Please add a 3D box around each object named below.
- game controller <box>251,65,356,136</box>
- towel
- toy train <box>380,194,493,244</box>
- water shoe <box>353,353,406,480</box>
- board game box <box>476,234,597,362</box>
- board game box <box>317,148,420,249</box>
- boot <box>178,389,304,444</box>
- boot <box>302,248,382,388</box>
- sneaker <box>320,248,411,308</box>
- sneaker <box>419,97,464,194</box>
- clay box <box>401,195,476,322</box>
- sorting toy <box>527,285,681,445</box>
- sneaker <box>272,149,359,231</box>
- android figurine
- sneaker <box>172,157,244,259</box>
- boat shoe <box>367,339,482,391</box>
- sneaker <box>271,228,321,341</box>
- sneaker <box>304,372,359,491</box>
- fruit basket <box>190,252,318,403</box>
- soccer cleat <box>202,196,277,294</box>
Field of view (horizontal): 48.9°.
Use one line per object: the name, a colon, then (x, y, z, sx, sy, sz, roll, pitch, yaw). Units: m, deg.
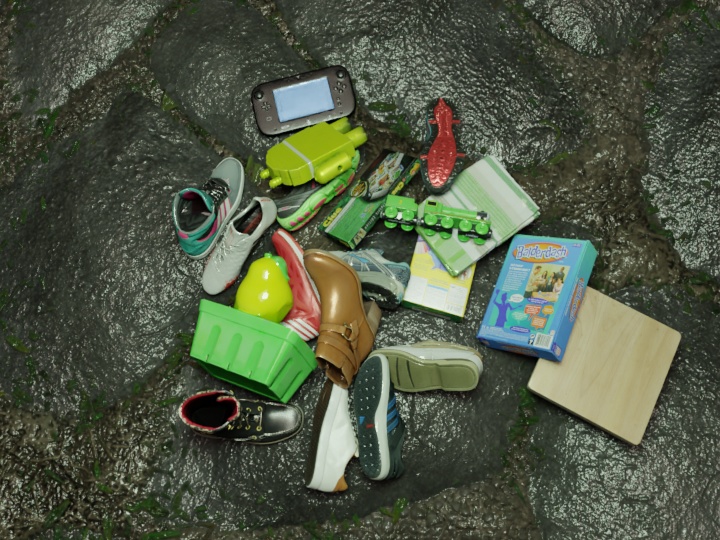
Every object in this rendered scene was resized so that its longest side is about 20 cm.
game controller: (-0.108, -0.322, 1.508, 0.195, 0.042, 0.107, -15, 73, -2)
towel: (0.197, -0.098, 1.393, 0.198, 0.031, 0.150, -35, 69, -11)
toy train: (0.132, -0.090, 1.358, 0.194, 0.042, 0.058, 10, 58, 7)
water shoe: (0.035, 0.244, 1.320, 0.070, 0.078, 0.206, -10, 72, 40)
board game box: (0.298, 0.041, 1.339, 0.150, 0.045, 0.204, 8, 69, 45)
board game box: (0.016, -0.132, 1.427, 0.201, 0.024, 0.104, -50, 41, -11)
boot: (-0.194, 0.236, 1.286, 0.194, 0.151, 0.075, 3, 73, 2)
boot: (-0.046, 0.078, 1.296, 0.200, 0.073, 0.157, 46, 51, -24)
sneaker: (0.000, 0.000, 1.390, 0.196, 0.079, 0.087, 20, 55, 24)
sneaker: (0.150, -0.210, 1.432, 0.077, 0.096, 0.204, 5, 58, 6)
clay box: (0.150, -0.022, 1.405, 0.112, 0.048, 0.205, 15, 73, 6)
sorting toy: (0.403, 0.158, 1.331, 0.195, 0.070, 0.203, 26, 75, 9)
sneaker: (-0.081, -0.162, 1.442, 0.199, 0.077, 0.084, -41, 80, -11)
android figurine: (-0.088, -0.209, 1.423, 0.197, 0.042, 0.182, -32, 38, -15)
sneaker: (-0.274, -0.130, 1.415, 0.082, 0.121, 0.204, 20, 74, 8)
boat shoe: (0.111, 0.158, 1.342, 0.195, 0.077, 0.069, 6, 28, 21)
sneaker: (-0.129, 0.033, 1.384, 0.114, 0.079, 0.202, -31, 73, -9)
sneaker: (-0.035, 0.267, 1.325, 0.083, 0.073, 0.205, 17, 71, -18)
fruit basket: (-0.163, 0.086, 1.306, 0.210, 0.156, 0.221, -8, 59, 14)
soccer cleat: (-0.220, -0.047, 1.394, 0.068, 0.085, 0.201, 39, 93, 12)
